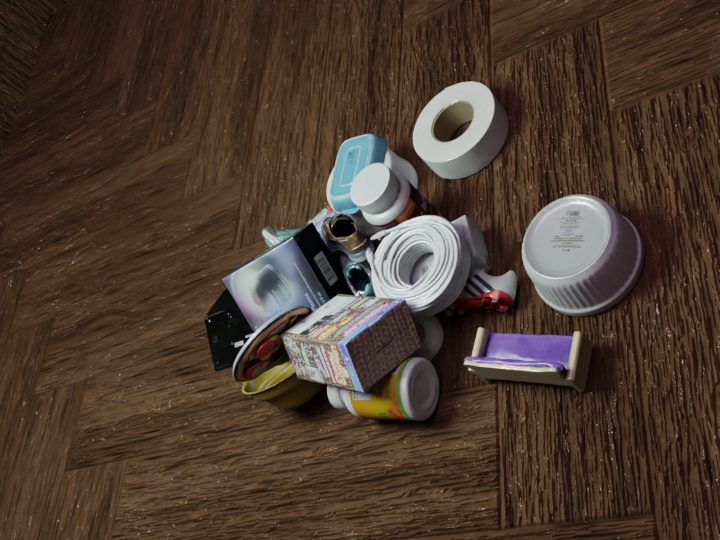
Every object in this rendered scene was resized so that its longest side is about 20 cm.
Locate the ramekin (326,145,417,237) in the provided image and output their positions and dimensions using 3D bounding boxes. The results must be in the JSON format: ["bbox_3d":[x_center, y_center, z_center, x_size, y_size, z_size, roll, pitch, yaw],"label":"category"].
[{"bbox_3d":[0.019,-0.185,1.808,0.199,0.098,0.203,-22,51,29],"label":"ramekin"}]

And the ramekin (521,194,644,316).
[{"bbox_3d":[0.370,-0.033,1.400,0.198,0.105,0.202,-22,51,29],"label":"ramekin"}]

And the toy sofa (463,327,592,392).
[{"bbox_3d":[0.277,0.142,1.373,0.198,0.097,0.084,-1,63,41],"label":"toy sofa"}]

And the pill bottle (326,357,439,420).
[{"bbox_3d":[0.037,0.219,1.519,0.198,0.111,0.112,-6,60,39],"label":"pill bottle"}]

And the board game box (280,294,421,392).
[{"bbox_3d":[-0.019,0.127,1.501,0.159,0.098,0.199,-34,22,-34],"label":"board game box"}]

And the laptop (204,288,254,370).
[{"bbox_3d":[-0.268,0.114,1.927,0.176,0.103,0.203,-21,77,30],"label":"laptop"}]

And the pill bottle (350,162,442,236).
[{"bbox_3d":[0.074,-0.122,1.643,0.113,0.200,0.116,-21,51,29],"label":"pill bottle"}]

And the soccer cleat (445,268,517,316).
[{"bbox_3d":[0.203,0.035,1.535,0.198,0.069,0.086,-1,51,39],"label":"soccer cleat"}]

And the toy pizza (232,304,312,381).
[{"bbox_3d":[-0.162,0.147,1.577,0.032,0.200,0.201,43,95,19],"label":"toy pizza"}]

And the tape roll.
[{"bbox_3d":[0.211,-0.297,1.735,0.201,0.071,0.205,-22,51,30],"label":"tape roll"}]

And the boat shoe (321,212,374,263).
[{"bbox_3d":[-0.034,-0.084,1.731,0.072,0.073,0.200,-37,30,-14],"label":"boat shoe"}]

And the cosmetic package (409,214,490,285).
[{"bbox_3d":[0.147,-0.014,1.605,0.199,0.074,0.103,-29,48,25],"label":"cosmetic package"}]

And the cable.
[{"bbox_3d":[0.110,-0.006,1.533,0.198,0.069,0.202,-24,53,26],"label":"cable"}]

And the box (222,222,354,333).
[{"bbox_3d":[-0.145,0.044,1.711,0.197,0.201,0.123,-29,7,25],"label":"box"}]

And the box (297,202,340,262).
[{"bbox_3d":[-0.114,-0.045,1.874,0.199,0.040,0.138,-38,46,15],"label":"box"}]

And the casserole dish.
[{"bbox_3d":[-0.011,-0.215,1.755,0.120,0.039,0.202,-8,58,37],"label":"casserole dish"}]

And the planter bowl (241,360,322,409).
[{"bbox_3d":[-0.135,0.221,1.661,0.199,0.084,0.201,-30,12,7],"label":"planter bowl"}]

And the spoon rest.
[{"bbox_3d":[0.073,0.106,1.591,0.199,0.061,0.100,29,90,25],"label":"spoon rest"}]

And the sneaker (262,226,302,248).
[{"bbox_3d":[-0.147,-0.061,1.845,0.091,0.078,0.199,-41,42,-15],"label":"sneaker"}]

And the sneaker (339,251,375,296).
[{"bbox_3d":[0.000,0.000,1.712,0.078,0.086,0.201,-42,44,9],"label":"sneaker"}]
